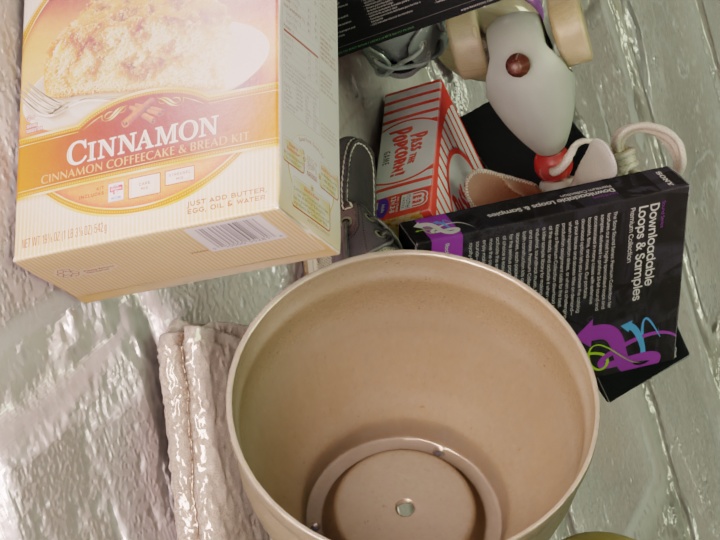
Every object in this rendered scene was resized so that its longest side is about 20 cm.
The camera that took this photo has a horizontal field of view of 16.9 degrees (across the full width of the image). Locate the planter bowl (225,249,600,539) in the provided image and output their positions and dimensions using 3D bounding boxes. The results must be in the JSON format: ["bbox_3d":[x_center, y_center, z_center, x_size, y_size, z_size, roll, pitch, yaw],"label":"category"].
[{"bbox_3d":[0.026,0.108,1.347,0.135,0.200,0.200,94,4,-53],"label":"planter bowl"}]

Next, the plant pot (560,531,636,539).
[{"bbox_3d":[0.121,0.281,1.572,0.142,0.200,0.200,-9,89,-42],"label":"plant pot"}]

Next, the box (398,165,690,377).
[{"bbox_3d":[0.121,0.015,1.614,0.036,0.200,0.143,-125,-151,-52],"label":"box"}]

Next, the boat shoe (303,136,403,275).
[{"bbox_3d":[0.000,0.000,1.534,0.072,0.065,0.200,50,36,-47],"label":"boat shoe"}]

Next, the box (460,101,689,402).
[{"bbox_3d":[0.157,-0.023,1.806,0.200,0.079,0.141,62,-5,-37],"label":"box"}]

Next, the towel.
[{"bbox_3d":[-0.067,0.127,1.375,0.133,0.034,0.200,11,71,-63],"label":"towel"}]

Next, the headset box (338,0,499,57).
[{"bbox_3d":[-0.029,-0.232,1.418,0.093,0.174,0.200,-96,164,-65],"label":"headset box"}]

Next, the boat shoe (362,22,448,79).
[{"bbox_3d":[0.030,-0.166,1.641,0.201,0.070,0.072,-24,106,-79],"label":"boat shoe"}]

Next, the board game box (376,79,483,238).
[{"bbox_3d":[0.068,-0.009,1.695,0.152,0.046,0.200,-83,152,-50],"label":"board game box"}]

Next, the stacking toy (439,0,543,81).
[{"bbox_3d":[0.101,-0.240,1.851,0.085,0.085,0.200,56,29,-42],"label":"stacking toy"}]

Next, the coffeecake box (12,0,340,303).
[{"bbox_3d":[-0.094,-0.098,1.257,0.073,0.153,0.200,37,47,-57],"label":"coffeecake box"}]

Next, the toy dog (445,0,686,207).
[{"bbox_3d":[0.123,-0.093,1.621,0.200,0.132,0.096,53,20,-16],"label":"toy dog"}]
